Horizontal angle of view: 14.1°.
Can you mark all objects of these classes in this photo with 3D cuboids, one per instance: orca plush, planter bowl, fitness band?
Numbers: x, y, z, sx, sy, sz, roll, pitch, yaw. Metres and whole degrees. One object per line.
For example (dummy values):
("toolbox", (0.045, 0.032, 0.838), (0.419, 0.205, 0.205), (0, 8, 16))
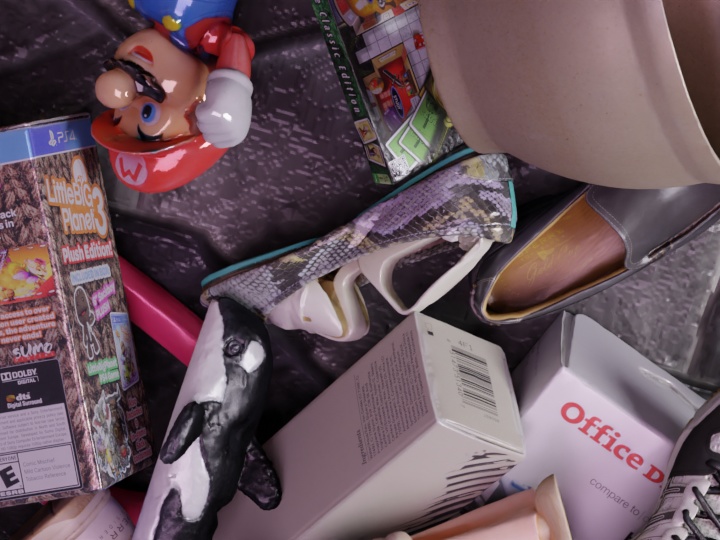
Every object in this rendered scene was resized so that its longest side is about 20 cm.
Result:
("orca plush", (-0.078, 0.119, 1.578), (0.071, 0.105, 0.200), (18, 72, -1))
("planter bowl", (0.110, -0.129, 1.472), (0.135, 0.200, 0.200), (-12, 110, 20))
("fitness band", (-0.152, 0.067, 1.666), (0.200, 0.037, 0.144), (39, 108, -10))

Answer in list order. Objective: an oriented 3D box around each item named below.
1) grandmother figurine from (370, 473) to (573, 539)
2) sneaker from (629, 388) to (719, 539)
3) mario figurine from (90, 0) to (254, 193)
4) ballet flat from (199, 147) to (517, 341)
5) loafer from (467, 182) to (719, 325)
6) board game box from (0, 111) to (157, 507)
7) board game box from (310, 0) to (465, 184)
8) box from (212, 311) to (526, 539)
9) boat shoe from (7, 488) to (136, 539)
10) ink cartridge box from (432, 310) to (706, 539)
("grandmother figurine", (0.016, 0.166, 1.563), (0.200, 0.061, 0.121), (-15, 141, 3))
("sneaker", (0.180, 0.149, 1.537), (0.076, 0.088, 0.200), (28, 109, -4))
("mario figurine", (-0.104, -0.135, 1.534), (0.106, 0.123, 0.200), (8, 109, -10))
("ballet flat", (0.000, 0.000, 1.583), (0.200, 0.072, 0.072), (-25, 107, 25))
("loafer", (0.145, -0.028, 1.568), (0.200, 0.072, 0.073), (-36, 102, 18))
("board game box", (-0.216, 0.027, 1.582), (0.159, 0.097, 0.200), (-9, 94, 15))
("board game box", (0.019, -0.157, 1.526), (0.023, 0.105, 0.200), (7, 123, 54))
("box", (-0.002, 0.116, 1.607), (0.068, 0.082, 0.200), (22, 132, -33))
("boat shoe", (-0.190, 0.192, 1.675), (0.069, 0.074, 0.200), (43, 133, -6))
("ink cartridge box", (0.113, 0.147, 1.636), (0.146, 0.086, 0.200), (35, 113, -7))
